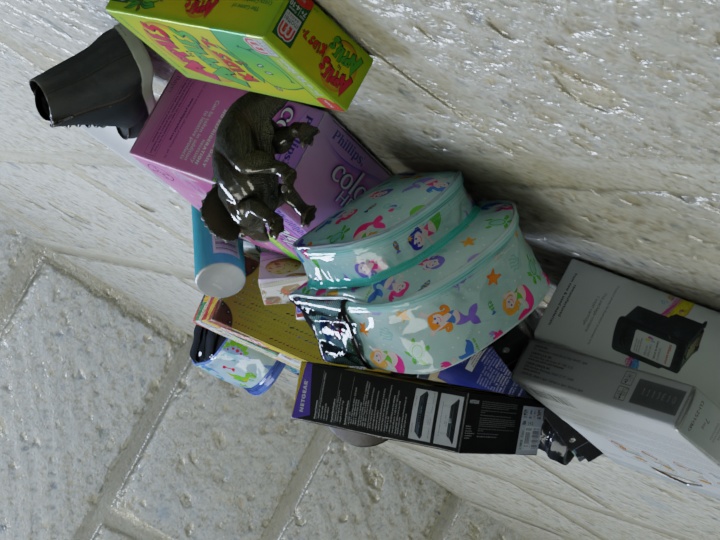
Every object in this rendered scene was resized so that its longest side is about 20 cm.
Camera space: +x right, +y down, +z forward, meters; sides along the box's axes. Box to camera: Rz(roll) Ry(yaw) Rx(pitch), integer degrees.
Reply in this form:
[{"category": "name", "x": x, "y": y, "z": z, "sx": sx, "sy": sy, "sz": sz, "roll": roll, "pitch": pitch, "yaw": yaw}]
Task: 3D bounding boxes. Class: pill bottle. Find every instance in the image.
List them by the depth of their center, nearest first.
[{"category": "pill bottle", "x": 0.174, "y": 0.151, "z": 1.953, "sx": 0.199, "sy": 0.112, "sz": 0.112, "roll": 25, "pitch": 169, "yaw": 20}]

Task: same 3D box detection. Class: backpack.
[{"category": "backpack", "x": 0.052, "y": 0.003, "z": 1.377, "sx": 0.199, "sy": 0.177, "sz": 0.151, "roll": 12, "pitch": 131, "yaw": 54}, {"category": "backpack", "x": -0.101, "y": 0.047, "z": 1.921, "sx": 0.146, "sy": 0.201, "sz": 0.183, "roll": 30, "pitch": 169, "yaw": -13}]

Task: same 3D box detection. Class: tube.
[{"category": "tube", "x": -0.149, "y": -0.062, "z": 1.688, "sx": 0.050, "sy": 0.201, "sz": 0.077, "roll": -30, "pitch": 132, "yaw": 22}]

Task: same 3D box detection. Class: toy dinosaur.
[{"category": "toy dinosaur", "x": -0.087, "y": -0.087, "z": 1.326, "sx": 0.102, "sy": 0.077, "sz": 0.201, "roll": 24, "pitch": 130, "yaw": 28}]

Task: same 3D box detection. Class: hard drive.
[{"category": "hard drive", "x": 0.162, "y": 0.075, "z": 1.542, "sx": 0.200, "sy": 0.038, "sz": 0.140, "roll": 53, "pitch": -168, "yaw": -35}]

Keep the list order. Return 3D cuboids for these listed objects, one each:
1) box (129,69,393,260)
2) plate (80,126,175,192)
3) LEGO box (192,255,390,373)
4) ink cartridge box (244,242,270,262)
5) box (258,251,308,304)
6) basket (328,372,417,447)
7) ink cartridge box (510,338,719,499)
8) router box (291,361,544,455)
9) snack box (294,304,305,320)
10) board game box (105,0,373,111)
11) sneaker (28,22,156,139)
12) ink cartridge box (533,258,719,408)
[{"category": "box", "x": -0.079, "y": -0.085, "z": 1.519, "sx": 0.199, "sy": 0.097, "sz": 0.176, "roll": 19, "pitch": 166, "yaw": 38}, {"category": "plate", "x": -0.223, "y": -0.135, "z": 1.829, "sx": 0.199, "sy": 0.032, "sz": 0.199, "roll": 35, "pitch": 167, "yaw": -37}, {"category": "LEGO box", "x": -0.068, "y": 0.060, "z": 1.758, "sx": 0.199, "sy": 0.078, "sz": 0.149, "roll": 25, "pitch": 172, "yaw": -11}, {"category": "ink cartridge box", "x": -0.033, "y": -0.022, "z": 1.734, "sx": 0.146, "sy": 0.083, "sz": 0.200, "roll": 33, "pitch": 169, "yaw": -28}, {"category": "box", "x": 0.000, "y": 0.000, "z": 1.594, "sx": 0.198, "sy": 0.042, "sz": 0.039, "roll": -4, "pitch": 137, "yaw": 6}, {"category": "basket", "x": 0.025, "y": 0.114, "z": 2.078, "sx": 0.135, "sy": 0.182, "sz": 0.200, "roll": 13, "pitch": 160, "yaw": -5}, {"category": "ink cartridge box", "x": 0.251, "y": 0.135, "z": 1.404, "sx": 0.173, "sy": 0.044, "sz": 0.199, "roll": 37, "pitch": 166, "yaw": -36}, {"category": "router box", "x": 0.055, "y": 0.122, "z": 1.421, "sx": 0.156, "sy": 0.053, "sz": 0.200, "roll": 9, "pitch": 177, "yaw": 25}, {"category": "snack box", "x": 0.036, "y": 0.033, "z": 1.564, "sx": 0.199, "sy": 0.025, "sz": 0.072, "roll": 1, "pitch": 173, "yaw": -40}, {"category": "board game box", "x": -0.095, "y": -0.180, "z": 1.242, "sx": 0.199, "sy": 0.048, "sz": 0.101, "roll": 17, "pitch": 165, "yaw": 46}, {"category": "sneaker", "x": -0.251, "y": -0.162, "z": 1.522, "sx": 0.075, "sy": 0.106, "sz": 0.200, "roll": 59, "pitch": 168, "yaw": 12}, {"category": "ink cartridge box", "x": 0.274, "y": 0.082, "z": 1.442, "sx": 0.199, "sy": 0.083, "sz": 0.146, "roll": 22, "pitch": 167, "yaw": 32}]
